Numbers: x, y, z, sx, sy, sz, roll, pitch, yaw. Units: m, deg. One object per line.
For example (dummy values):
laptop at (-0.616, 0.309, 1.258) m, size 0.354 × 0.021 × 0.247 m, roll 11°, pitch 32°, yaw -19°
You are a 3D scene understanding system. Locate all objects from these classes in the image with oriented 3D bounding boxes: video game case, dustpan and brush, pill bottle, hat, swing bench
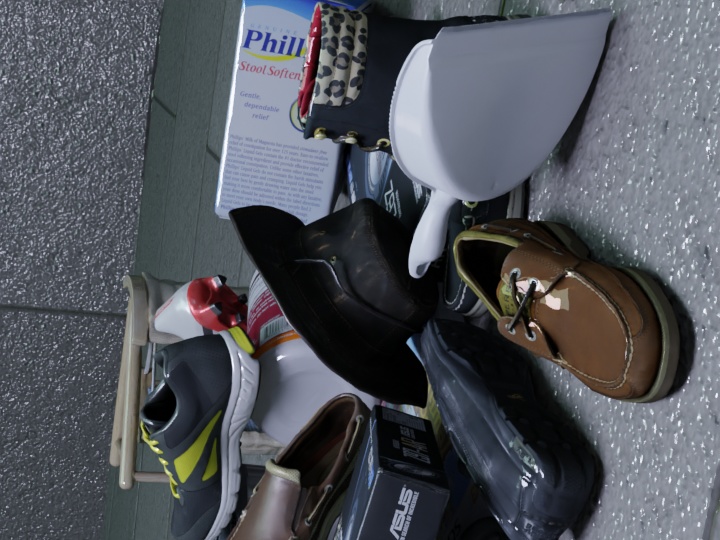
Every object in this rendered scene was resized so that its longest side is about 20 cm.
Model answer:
video game case at (0.052, 0.142, 0.965) m, size 0.201 × 0.022 × 0.183 m, roll -102°, pitch 24°, yaw -45°
dustpan and brush at (0.064, -0.069, 0.794) m, size 0.057 × 0.139 × 0.201 m, roll 42°, pitch 134°, yaw 41°
pill bottle at (-0.041, 0.048, 1.135) m, size 0.200 × 0.112 × 0.113 m, roll -93°, pitch 16°, yaw -55°
hat at (0.000, 0.000, 0.920) m, size 0.081 × 0.200 × 0.201 m, roll -46°, pitch 30°, yaw 15°
swing bench at (-0.138, 0.110, 1.309) m, size 0.130 × 0.198 × 0.201 m, roll -168°, pitch 83°, yaw -73°

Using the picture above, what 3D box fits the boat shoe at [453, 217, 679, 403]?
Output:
boat shoe at (0.106, 0.022, 0.736) m, size 0.200 × 0.068 × 0.072 m, roll -135°, pitch 52°, yaw -69°

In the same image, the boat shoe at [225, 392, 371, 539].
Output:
boat shoe at (-0.056, 0.168, 0.959) m, size 0.074 × 0.202 × 0.075 m, roll 10°, pitch 135°, yaw 36°

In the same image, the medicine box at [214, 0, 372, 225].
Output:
medicine box at (-0.057, -0.154, 1.200) m, size 0.182 × 0.102 × 0.201 m, roll -76°, pitch -5°, yaw -76°

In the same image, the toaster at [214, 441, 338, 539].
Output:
toaster at (-0.062, 0.245, 1.130) m, size 0.114 × 0.129 × 0.201 m, roll 137°, pitch 135°, yaw -65°

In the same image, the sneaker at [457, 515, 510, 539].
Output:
sneaker at (0.056, 0.231, 0.846) m, size 0.091 × 0.066 × 0.201 m, roll -121°, pitch 37°, yaw -60°

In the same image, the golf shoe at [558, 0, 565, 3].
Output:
golf shoe at (0.118, -0.261, 0.783) m, size 0.200 × 0.078 × 0.098 m, roll 116°, pitch 160°, yaw -48°

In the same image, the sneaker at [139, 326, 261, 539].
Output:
sneaker at (-0.140, 0.133, 1.054) m, size 0.074 × 0.084 × 0.201 m, roll -132°, pitch 48°, yaw -54°

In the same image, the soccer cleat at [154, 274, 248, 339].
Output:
soccer cleat at (-0.103, 0.079, 1.227) m, size 0.085 × 0.200 × 0.069 m, roll -26°, pitch 38°, yaw 33°

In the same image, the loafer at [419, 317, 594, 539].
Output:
loafer at (0.077, 0.095, 0.810) m, size 0.201 × 0.068 × 0.071 m, roll -121°, pitch 47°, yaw -58°

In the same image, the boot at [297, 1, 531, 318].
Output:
boot at (0.031, -0.074, 0.870) m, size 0.073 × 0.153 × 0.205 m, roll -136°, pitch 53°, yaw -70°

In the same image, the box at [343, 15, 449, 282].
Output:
box at (0.036, -0.074, 1.048) m, size 0.161 × 0.043 × 0.201 m, roll 112°, pitch 156°, yaw -47°

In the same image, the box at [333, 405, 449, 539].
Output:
box at (0.007, 0.183, 0.835) m, size 0.200 × 0.043 × 0.161 m, roll -88°, pitch 15°, yaw -84°
